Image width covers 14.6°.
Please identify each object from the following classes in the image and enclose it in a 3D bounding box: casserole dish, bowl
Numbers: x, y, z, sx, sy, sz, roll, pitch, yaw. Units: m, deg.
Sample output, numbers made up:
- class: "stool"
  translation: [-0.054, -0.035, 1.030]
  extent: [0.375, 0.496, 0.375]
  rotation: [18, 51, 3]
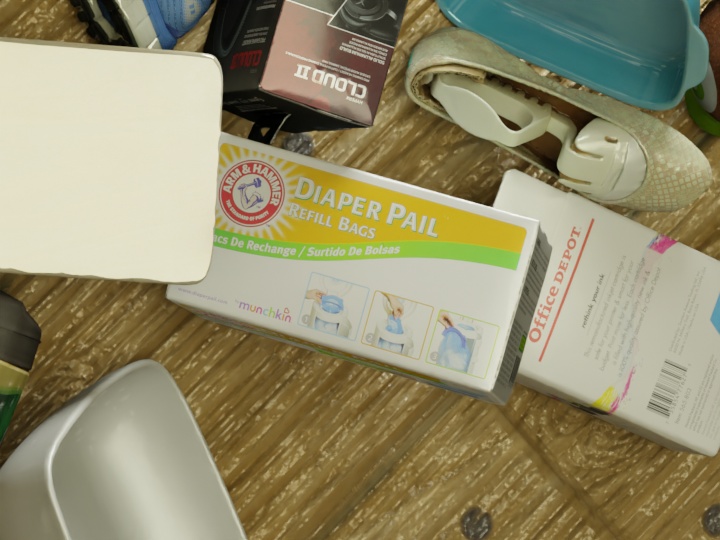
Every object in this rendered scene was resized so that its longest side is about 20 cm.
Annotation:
- class: "casserole dish"
  translation: [0.126, -0.170, 1.682]
  extent: [0.199, 0.122, 0.039]
  rotation: [25, 56, 21]
- class: "bowl"
  translation: [-0.138, 0.167, 1.602]
  extent: [0.074, 0.200, 0.201]
  rotation: [-19, 100, 23]

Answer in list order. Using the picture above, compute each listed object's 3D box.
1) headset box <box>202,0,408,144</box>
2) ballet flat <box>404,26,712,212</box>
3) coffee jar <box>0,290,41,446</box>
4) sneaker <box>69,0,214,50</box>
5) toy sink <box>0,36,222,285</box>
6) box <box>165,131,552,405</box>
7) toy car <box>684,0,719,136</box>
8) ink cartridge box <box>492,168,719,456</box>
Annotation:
- class: "headset box"
  translation: [-0.027, -0.167, 1.634]
  extent: [0.077, 0.149, 0.201]
  rotation: [18, 86, -18]
- class: "ballet flat"
  translation: [0.115, -0.080, 1.697]
  extent: [0.199, 0.062, 0.068]
  rotation: [26, 123, 9]
- class: "coffee jar"
  translation: [-0.250, 0.100, 1.586]
  extent: [0.085, 0.104, 0.201]
  rotation: [22, 84, -16]
- class: "sneaker"
  translation: [-0.150, -0.222, 1.636]
  extent: [0.089, 0.078, 0.201]
  rotation: [-36, 109, -26]
- class: "toy sink"
  translation: [-0.182, -0.063, 1.588]
  extent: [0.198, 0.112, 0.132]
  rotation: [3, 91, -6]
- class: "box"
  translation: [0.000, 0.000, 1.628]
  extent: [0.199, 0.112, 0.102]
  rotation: [16, 85, 9]
- class: "toy car"
  translation: [0.211, -0.193, 1.718]
  extent: [0.199, 0.164, 0.158]
  rotation: [35, 80, -7]
- class: "ink cartridge box"
  translation: [0.144, 0.025, 1.741]
  extent: [0.199, 0.068, 0.116]
  rotation: [24, 83, -19]
